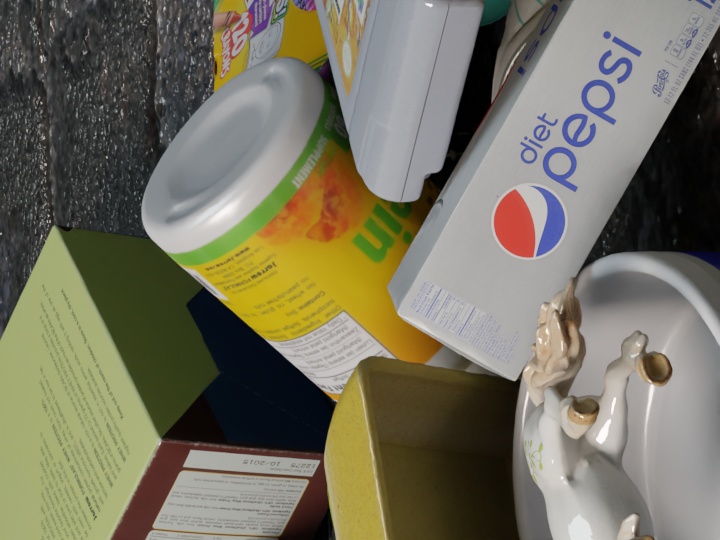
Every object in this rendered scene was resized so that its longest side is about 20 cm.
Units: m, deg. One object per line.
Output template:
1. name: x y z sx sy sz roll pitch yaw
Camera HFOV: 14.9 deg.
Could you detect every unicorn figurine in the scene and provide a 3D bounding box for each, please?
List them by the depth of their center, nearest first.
1. unicorn figurine: 0.098 0.116 1.133 0.137 0.073 0.201 124 151 -62

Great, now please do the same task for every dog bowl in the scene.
1. dog bowl: 0.148 0.092 1.182 0.200 0.078 0.201 7 98 63

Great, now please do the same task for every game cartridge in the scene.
1. game cartridge: 0.011 -0.147 1.237 0.134 0.041 0.201 98 164 -44

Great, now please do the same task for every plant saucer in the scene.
1. plant saucer: 0.050 0.148 1.248 0.048 0.200 0.201 -17 74 31

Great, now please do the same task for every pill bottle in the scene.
1. pill bottle: 0.000 0.000 1.326 0.111 0.200 0.111 -36 28 23

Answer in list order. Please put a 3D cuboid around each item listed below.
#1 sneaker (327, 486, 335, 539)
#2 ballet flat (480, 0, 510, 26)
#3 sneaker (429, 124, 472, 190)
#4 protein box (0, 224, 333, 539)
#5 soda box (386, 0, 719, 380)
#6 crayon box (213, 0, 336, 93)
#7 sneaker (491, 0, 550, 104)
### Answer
1. sneaker: 0.012 0.083 1.451 0.085 0.074 0.201 -148 64 -66
2. ballet flat: 0.051 -0.201 1.316 0.072 0.068 0.200 52 162 26
3. sneaker: 0.010 -0.038 1.468 0.200 0.074 0.081 -159 60 -67
4. protein box: -0.132 0.117 1.634 0.201 0.134 0.199 -62 38 27
5. soda box: 0.087 -0.057 1.206 0.201 0.063 0.068 -61 7 8
6. crayon box: -0.022 -0.130 1.427 0.119 0.058 0.201 -47 29 33
7. sneaker: 0.106 -0.143 1.277 0.080 0.070 0.201 -108 31 -60
